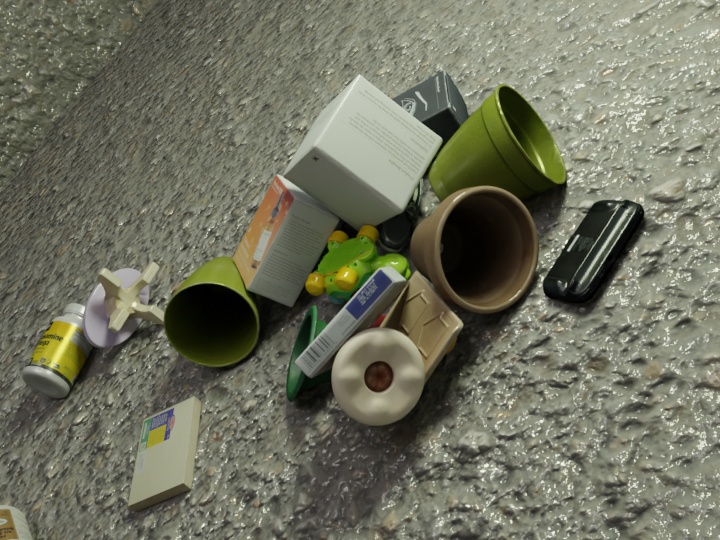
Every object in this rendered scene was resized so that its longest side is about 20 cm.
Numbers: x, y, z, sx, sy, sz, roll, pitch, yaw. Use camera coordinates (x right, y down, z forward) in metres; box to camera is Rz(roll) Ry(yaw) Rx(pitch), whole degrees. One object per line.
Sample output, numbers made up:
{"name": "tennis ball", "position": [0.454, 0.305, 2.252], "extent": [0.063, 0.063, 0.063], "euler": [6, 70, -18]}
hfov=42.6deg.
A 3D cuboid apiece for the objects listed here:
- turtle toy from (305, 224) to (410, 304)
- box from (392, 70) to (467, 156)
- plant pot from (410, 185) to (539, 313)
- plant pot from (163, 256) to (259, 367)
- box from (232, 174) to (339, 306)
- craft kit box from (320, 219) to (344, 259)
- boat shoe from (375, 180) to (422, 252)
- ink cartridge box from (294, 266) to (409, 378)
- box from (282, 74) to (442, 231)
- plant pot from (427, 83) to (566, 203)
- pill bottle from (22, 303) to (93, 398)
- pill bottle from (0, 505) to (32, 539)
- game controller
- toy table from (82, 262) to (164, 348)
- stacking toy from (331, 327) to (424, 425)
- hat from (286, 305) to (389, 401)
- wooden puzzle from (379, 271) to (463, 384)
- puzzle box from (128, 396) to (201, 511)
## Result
{"name": "turtle toy", "position": [0.000, 0.000, 1.698], "extent": [0.198, 0.101, 0.147], "euler": [-8, 42, 41]}
{"name": "box", "position": [0.115, -0.287, 1.872], "extent": [0.198, 0.105, 0.149], "euler": [-24, 36, 21]}
{"name": "plant pot", "position": [0.170, -0.035, 1.539], "extent": [0.201, 0.200, 0.174], "euler": [-51, 18, -14]}
{"name": "plant pot", "position": [-0.284, 0.060, 1.857], "extent": [0.186, 0.188, 0.201], "euler": [-29, 23, 15]}
{"name": "box", "position": [-0.150, -0.060, 1.815], "extent": [0.202, 0.105, 0.152], "euler": [-61, 27, 12]}
{"name": "craft kit box", "position": [-0.080, -0.154, 1.915], "extent": [0.199, 0.048, 0.200], "euler": [-61, 34, 13]}
{"name": "boat shoe", "position": [0.077, -0.122, 1.769], "extent": [0.062, 0.072, 0.201], "euler": [122, 169, -49]}
{"name": "ink cartridge box", "position": [-0.008, 0.078, 1.467], "extent": [0.197, 0.043, 0.200], "euler": [-49, -6, 5]}
{"name": "box", "position": [0.001, -0.205, 1.689], "extent": [0.172, 0.198, 0.200], "euler": [-60, 14, -20]}
{"name": "plant pot", "position": [0.228, -0.190, 1.637], "extent": [0.192, 0.200, 0.202], "euler": [-33, 35, 30]}
{"name": "pill bottle", "position": [-0.680, 0.180, 2.119], "extent": [0.111, 0.113, 0.202], "euler": [-9, 46, 35]}
{"name": "pill bottle", "position": [-0.666, 0.543, 1.734], "extent": [0.114, 0.115, 0.200], "euler": [-45, 37, -6]}
{"name": "game controller", "position": [0.368, -0.034, 1.467], "extent": [0.201, 0.042, 0.104], "euler": [-53, 23, -17]}
{"name": "toy table", "position": [-0.522, 0.073, 2.055], "extent": [0.117, 0.183, 0.202], "euler": [-22, 46, 49]}
{"name": "stacking toy", "position": [0.009, 0.157, 1.466], "extent": [0.146, 0.146, 0.200], "euler": [-46, 11, -8]}
{"name": "hat", "position": [-0.022, 0.158, 1.630], "extent": [0.167, 0.174, 0.201], "euler": [-87, 17, -44]}
{"name": "wooden puzzle", "position": [0.087, 0.123, 1.511], "extent": [0.186, 0.046, 0.200], "euler": [-57, 29, 13]}
{"name": "puzzle box", "position": [-0.366, 0.343, 1.743], "extent": [0.132, 0.025, 0.201], "euler": [-26, 39, 21]}
